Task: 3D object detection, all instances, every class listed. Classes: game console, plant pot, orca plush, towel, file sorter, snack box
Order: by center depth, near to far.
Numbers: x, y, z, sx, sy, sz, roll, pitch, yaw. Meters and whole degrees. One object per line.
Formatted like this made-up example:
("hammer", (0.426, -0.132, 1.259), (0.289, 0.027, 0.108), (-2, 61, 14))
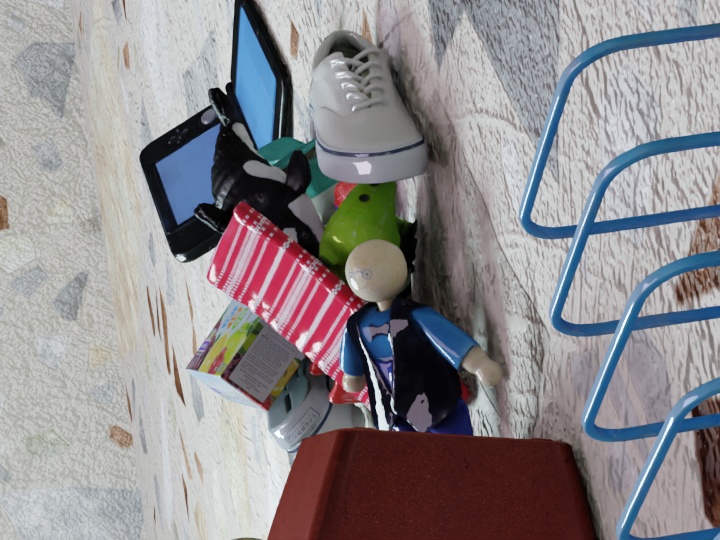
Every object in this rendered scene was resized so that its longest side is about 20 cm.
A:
("file sorter", (0.145, 0.023, 0.808), (0.139, 0.122, 0.201), (103, 157, -57))
("plant pot", (0.038, 0.183, 1.285), (0.200, 0.199, 0.178), (150, 125, -77))
("towel", (-0.019, 0.041, 1.523), (0.200, 0.023, 0.145), (40, 160, 1))
("orca plush", (-0.089, -0.058, 1.672), (0.105, 0.071, 0.201), (-56, 44, 43))
("snack box", (-0.069, 0.037, 1.786), (0.143, 0.053, 0.200), (-55, 10, -8))
("game console", (-0.135, -0.134, 2.032), (0.117, 0.175, 0.200), (56, -174, -35))

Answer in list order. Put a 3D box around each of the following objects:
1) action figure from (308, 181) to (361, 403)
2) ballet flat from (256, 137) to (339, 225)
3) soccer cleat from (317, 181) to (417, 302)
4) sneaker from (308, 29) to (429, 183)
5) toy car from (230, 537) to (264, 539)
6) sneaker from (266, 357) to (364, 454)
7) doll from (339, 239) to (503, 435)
("action figure", (0.000, 0.000, 1.637), (0.066, 0.051, 0.201), (-121, 31, -49))
("ballet flat", (-0.041, -0.070, 1.781), (0.071, 0.067, 0.200), (59, 171, -9))
("soccer cleat", (0.015, 0.009, 1.555), (0.081, 0.067, 0.200), (-62, -19, -24))
("sneaker", (-0.003, -0.112, 1.519), (0.200, 0.073, 0.071), (-126, 27, -66))
("toy car", (-0.086, 0.267, 1.842), (0.158, 0.199, 0.165), (123, 137, -72))
("sneaker", (-0.035, 0.114, 1.790), (0.071, 0.073, 0.200), (45, -168, -11))
("doll", (0.037, 0.076, 1.421), (0.136, 0.048, 0.201), (-13, 95, 46))
